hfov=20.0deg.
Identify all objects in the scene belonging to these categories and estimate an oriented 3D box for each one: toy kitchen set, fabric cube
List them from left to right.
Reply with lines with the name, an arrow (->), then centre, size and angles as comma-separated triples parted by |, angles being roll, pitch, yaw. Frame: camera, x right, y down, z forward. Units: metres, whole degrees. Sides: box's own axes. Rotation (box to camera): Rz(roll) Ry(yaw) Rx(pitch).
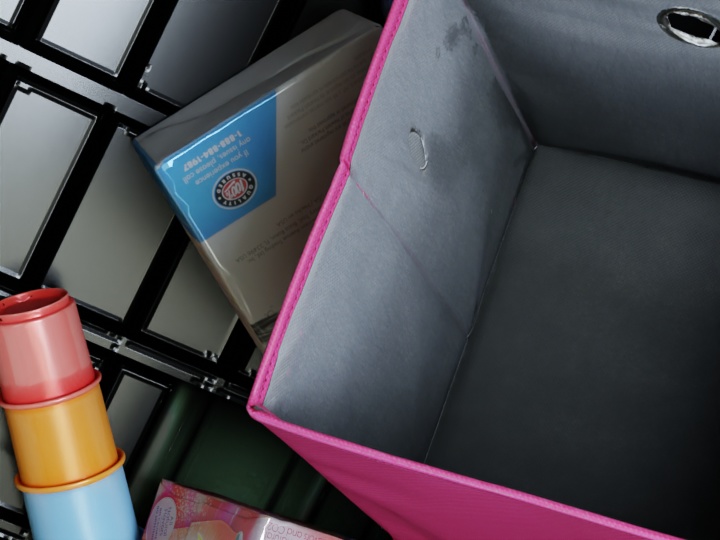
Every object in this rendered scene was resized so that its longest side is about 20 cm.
fabric cube -> 0.105, 0.017, 0.760 | 0.196, 0.199, 0.200 | 14, 74, 22
toy kitchen set -> 0.148, 0.105, 0.925 | 0.163, 0.180, 0.200 | 0, 68, 17

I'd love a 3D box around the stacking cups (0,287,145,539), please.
stacking cups -> -0.128, 0.107, 0.916 | 0.060, 0.061, 0.200 | -15, 103, -12

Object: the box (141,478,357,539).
box -> -0.003, 0.173, 0.911 | 0.200, 0.095, 0.103 | 24, 82, -33

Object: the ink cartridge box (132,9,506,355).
ink cartridge box -> 0.000, 0.000, 0.913 | 0.116, 0.067, 0.200 | -33, 110, -7

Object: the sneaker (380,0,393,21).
sneaker -> 0.088, -0.169, 0.888 | 0.200, 0.082, 0.074 | -47, 113, 0
